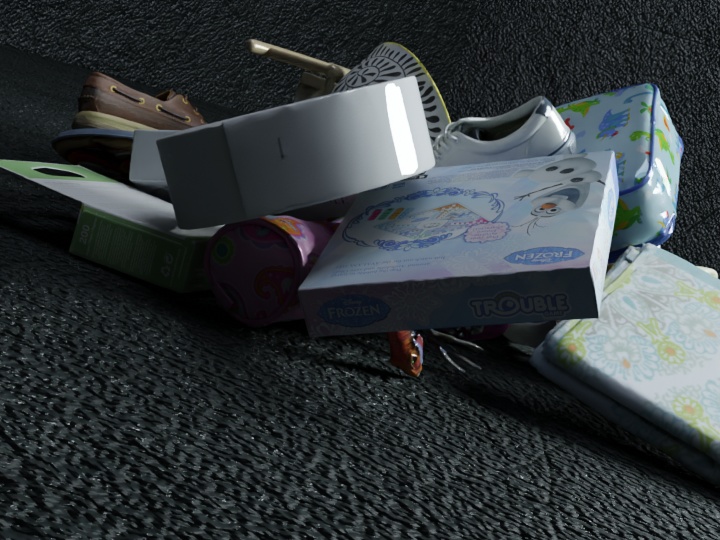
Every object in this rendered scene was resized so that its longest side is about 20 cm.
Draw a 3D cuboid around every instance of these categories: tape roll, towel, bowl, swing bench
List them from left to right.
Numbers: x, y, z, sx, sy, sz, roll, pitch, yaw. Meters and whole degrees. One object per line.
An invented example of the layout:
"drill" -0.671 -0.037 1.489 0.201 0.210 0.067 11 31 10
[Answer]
"tape roll" -0.048 -0.089 0.893 0.202 0.071 0.202 -13 8 2
"swing bench" -0.059 -0.141 1.375 0.130 0.199 0.200 23 11 27
"bowl" 0.013 -0.122 1.215 0.094 0.201 0.201 -21 24 -19
"towel" 0.252 0.071 0.915 0.200 0.048 0.171 31 48 23

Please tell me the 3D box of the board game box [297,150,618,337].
"board game box" 0.079 -0.023 0.866 0.200 0.043 0.199 -4 25 19

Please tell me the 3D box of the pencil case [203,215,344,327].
"pencil case" -0.044 -0.001 0.942 0.087 0.088 0.200 21 9 19

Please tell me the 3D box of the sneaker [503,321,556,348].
"sneaker" 0.128 0.027 1.167 0.200 0.073 0.085 37 -13 44

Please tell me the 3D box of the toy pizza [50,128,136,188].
"toy pizza" -0.216 -0.103 1.222 0.200 0.032 0.200 8 -8 1

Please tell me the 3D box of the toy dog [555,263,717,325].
"toy dog" 0.267 0.070 1.043 0.200 0.140 0.194 20 37 10

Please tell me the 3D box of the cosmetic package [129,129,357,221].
"cosmetic package" -0.094 -0.080 1.099 0.200 0.052 0.151 2 -11 6

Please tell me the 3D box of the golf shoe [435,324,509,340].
"golf shoe" 0.056 0.004 1.099 0.200 0.075 0.091 23 17 24

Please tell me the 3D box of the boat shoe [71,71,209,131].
"boat shoe" -0.192 -0.151 1.224 0.200 0.068 0.072 13 -9 -30

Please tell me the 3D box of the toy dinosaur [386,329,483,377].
"toy dinosaur" 0.044 0.021 0.940 0.200 0.105 0.181 18 17 34

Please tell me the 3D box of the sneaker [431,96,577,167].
"sneaker" 0.089 -0.098 1.064 0.071 0.200 0.073 59 17 -26

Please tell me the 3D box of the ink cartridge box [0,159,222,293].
"ink cartridge box" -0.190 -0.037 0.969 0.200 0.048 0.146 19 8 18

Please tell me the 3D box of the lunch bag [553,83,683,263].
"lunch bag" 0.203 -0.082 1.082 0.161 0.083 0.200 -15 31 25
